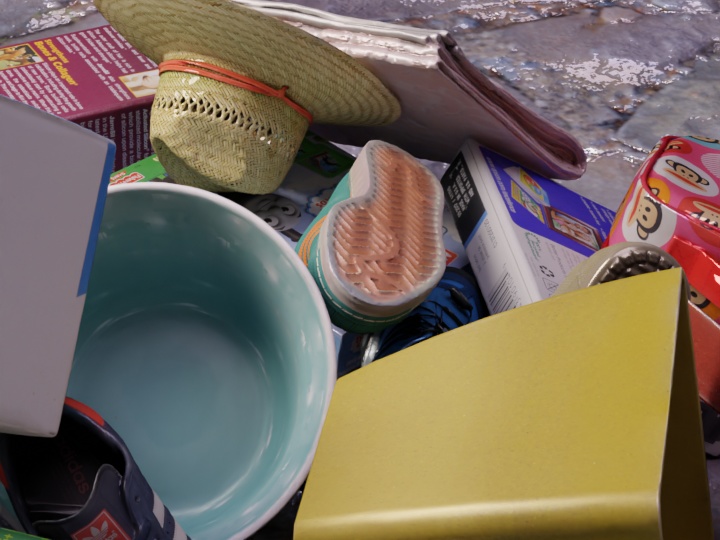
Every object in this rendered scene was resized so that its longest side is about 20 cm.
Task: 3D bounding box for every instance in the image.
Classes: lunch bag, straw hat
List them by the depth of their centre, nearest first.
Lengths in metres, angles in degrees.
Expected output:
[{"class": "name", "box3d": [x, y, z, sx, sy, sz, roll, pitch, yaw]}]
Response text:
[{"class": "lunch bag", "box3d": [0.238, 0.003, 1.524, 0.199, 0.082, 0.176, 27, 21, 6]}, {"class": "straw hat", "box3d": [-0.077, -0.087, 1.562, 0.200, 0.086, 0.201, 19, -10, 4]}]

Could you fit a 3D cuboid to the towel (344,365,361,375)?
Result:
[{"class": "towel", "box3d": [-0.112, 0.020, 1.589, 0.198, 0.035, 0.193, -6, 36, -18]}]

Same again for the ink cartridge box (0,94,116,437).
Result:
[{"class": "ink cartridge box", "box3d": [-0.243, -0.011, 1.266, 0.199, 0.148, 0.144, 2, -12, 45]}]

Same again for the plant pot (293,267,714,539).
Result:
[{"class": "plant pot", "box3d": [0.072, 0.136, 1.275, 0.175, 0.201, 0.200, -3, 31, 12]}]

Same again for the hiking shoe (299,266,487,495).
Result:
[{"class": "hiking shoe", "box3d": [0.038, 0.059, 1.448, 0.074, 0.087, 0.200, 40, 41, -10]}]

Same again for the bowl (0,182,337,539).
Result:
[{"class": "bowl", "box3d": [-0.107, 0.064, 1.396, 0.199, 0.105, 0.203, -1, 76, 4]}]

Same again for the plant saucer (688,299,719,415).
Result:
[{"class": "plant saucer", "box3d": [0.250, 0.105, 1.363, 0.200, 0.037, 0.199, 44, 6, 37]}]

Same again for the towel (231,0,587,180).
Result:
[{"class": "towel", "box3d": [0.014, -0.109, 1.609, 0.199, 0.191, 0.032, 13, 77, 34]}]

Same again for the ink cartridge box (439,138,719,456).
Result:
[{"class": "ink cartridge box", "box3d": [0.153, 0.023, 1.553, 0.199, 0.044, 0.199, 22, 25, -25]}]

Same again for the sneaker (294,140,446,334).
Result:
[{"class": "sneaker", "box3d": [0.000, 0.000, 1.454, 0.071, 0.080, 0.200, 32, 22, -4]}]

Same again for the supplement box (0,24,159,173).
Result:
[{"class": "supplement box", "box3d": [-0.185, -0.087, 1.690, 0.199, 0.086, 0.110, -14, 35, -24]}]

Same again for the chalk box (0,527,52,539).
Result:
[{"class": "chalk box", "box3d": [-0.141, 0.205, 1.198, 0.198, 0.125, 0.125, 12, 33, 13]}]

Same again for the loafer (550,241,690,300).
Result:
[{"class": "loafer", "box3d": [0.102, 0.072, 1.402, 0.075, 0.201, 0.068, 35, 6, -10]}]

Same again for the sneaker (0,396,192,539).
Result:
[{"class": "sneaker", "box3d": [-0.113, 0.140, 1.278, 0.075, 0.085, 0.200, -40, 76, -7]}]

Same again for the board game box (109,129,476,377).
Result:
[{"class": "board game box", "box3d": [-0.037, -0.022, 1.597, 0.199, 0.037, 0.151, 32, 40, 29]}]
